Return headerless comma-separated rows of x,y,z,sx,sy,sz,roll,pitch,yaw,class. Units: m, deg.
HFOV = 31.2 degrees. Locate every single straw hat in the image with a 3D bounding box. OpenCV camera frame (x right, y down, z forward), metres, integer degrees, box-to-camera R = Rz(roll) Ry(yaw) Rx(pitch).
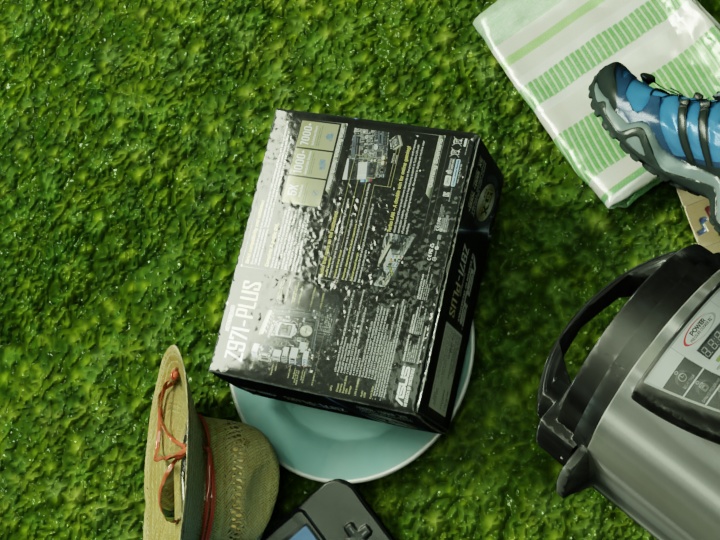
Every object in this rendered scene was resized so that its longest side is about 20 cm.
-0.104,0.154,0.940,0.084,0.201,0.205,6,74,-17,straw hat

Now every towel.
0.194,-0.160,0.967,0.152,0.023,0.202,-34,65,9,towel

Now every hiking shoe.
0.239,-0.089,0.860,0.200,0.074,0.087,47,116,31,hiking shoe

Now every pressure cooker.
0.215,0.086,0.813,0.199,0.175,0.180,39,116,25,pressure cooker

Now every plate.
-0.007,0.061,0.978,0.197,0.026,0.204,-6,72,18,plate

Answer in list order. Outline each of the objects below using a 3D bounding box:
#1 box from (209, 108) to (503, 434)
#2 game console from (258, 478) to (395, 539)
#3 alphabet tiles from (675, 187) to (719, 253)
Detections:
0.000,0.000,0.932,0.161,0.086,0.203,9,78,21,box
-0.044,0.270,0.878,0.199,0.116,0.177,-40,78,4,game console
0.317,-0.044,0.905,0.164,0.006,0.203,-21,69,12,alphabet tiles
